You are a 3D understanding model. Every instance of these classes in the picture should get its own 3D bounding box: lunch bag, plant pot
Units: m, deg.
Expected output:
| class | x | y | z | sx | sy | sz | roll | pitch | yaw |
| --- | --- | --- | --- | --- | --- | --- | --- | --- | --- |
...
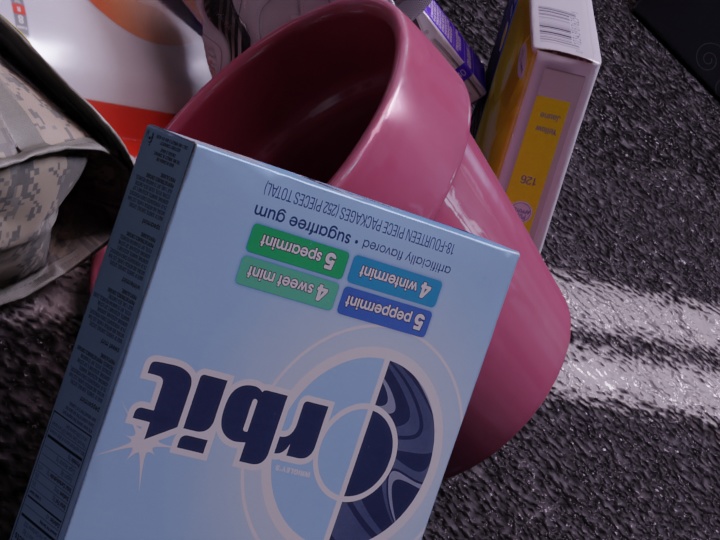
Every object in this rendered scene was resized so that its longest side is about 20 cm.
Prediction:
| class | x | y | z | sx | sy | sz | roll | pitch | yaw |
| --- | --- | --- | --- | --- | --- | --- | --- | --- | --- |
| lunch bag | -0.199 | -0.067 | 0.882 | 0.164 | 0.118 | 0.200 | 42 | 25 | 12 |
| plant pot | 0.000 | 0.000 | 0.965 | 0.179 | 0.199 | 0.201 | 43 | 25 | -28 |

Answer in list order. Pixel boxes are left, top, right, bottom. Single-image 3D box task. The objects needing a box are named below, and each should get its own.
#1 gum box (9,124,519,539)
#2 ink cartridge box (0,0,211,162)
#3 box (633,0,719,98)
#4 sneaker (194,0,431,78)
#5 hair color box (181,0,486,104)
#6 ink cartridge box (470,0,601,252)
| class | x | y | z | sx | sy | sz | roll | pitch | yaw |
| --- | --- | --- | --- | --- | --- | --- | --- | --- | --- |
| gum box | -0.039 | 0.062 | 0.814 | 0.169 | 0.201 | 0.044 | 18 | 4 | -36 |
| ink cartridge box | -0.144 | -0.111 | 1.077 | 0.161 | 0.050 | 0.201 | 7 | 40 | -45 |
| box | 0.354 | -0.204 | 1.713 | 0.200 | 0.122 | 0.106 | 48 | 31 | 14 |
| sneaker | -0.017 | -0.107 | 1.076 | 0.075 | 0.114 | 0.202 | -36 | 114 | -63 |
| hair color box | -0.028 | -0.154 | 1.151 | 0.200 | 0.109 | 0.065 | 50 | 15 | -14 |
| ink cartridge box | 0.084 | -0.064 | 1.125 | 0.047 | 0.201 | 0.198 | 15 | 25 | -5 |
